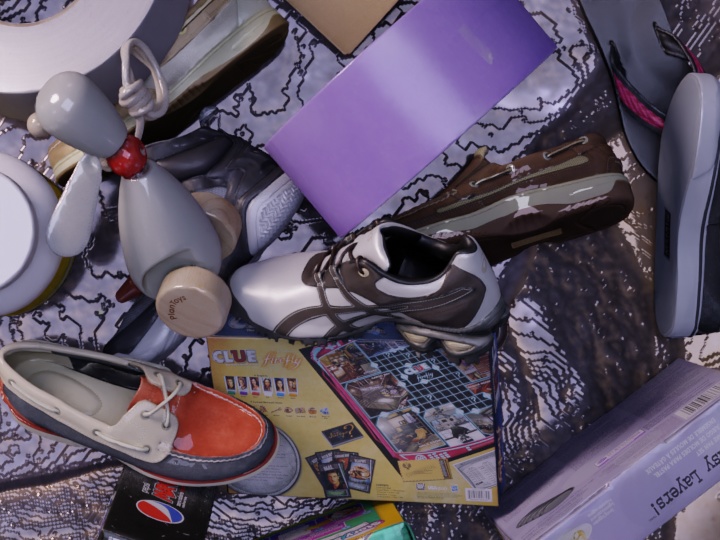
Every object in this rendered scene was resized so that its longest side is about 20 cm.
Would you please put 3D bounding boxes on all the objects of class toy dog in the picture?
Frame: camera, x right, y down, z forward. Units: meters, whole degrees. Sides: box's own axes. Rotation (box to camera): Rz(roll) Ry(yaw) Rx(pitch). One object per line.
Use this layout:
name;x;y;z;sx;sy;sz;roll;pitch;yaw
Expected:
toy dog;-0.159;-0.041;1.316;0.096;0.132;0.201;-21;106;25

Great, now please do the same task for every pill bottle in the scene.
pill bottle;-0.251;-0.023;1.345;0.110;0.200;0.113;0;90;-4

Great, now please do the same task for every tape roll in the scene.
tape roll;0.034;-0.119;1.368;0.200;0.200;0.085;-41;93;-4
tape roll;-0.220;-0.208;1.386;0.198;0.066;0.202;-3;75;10

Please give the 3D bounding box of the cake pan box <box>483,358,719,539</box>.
cake pan box;0.186;0.138;1.384;0.199;0.184;0.052;-37;96;-5

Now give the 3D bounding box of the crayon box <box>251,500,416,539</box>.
crayon box;-0.056;0.223;1.395;0.198;0.119;0.059;-20;96;-4

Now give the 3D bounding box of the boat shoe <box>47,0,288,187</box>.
boat shoe;-0.146;-0.136;1.425;0.199;0.074;0.067;-36;79;-6

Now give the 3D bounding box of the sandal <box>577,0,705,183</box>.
sandal;0.216;-0.142;1.458;0.075;0.045;0.201;-27;91;-4

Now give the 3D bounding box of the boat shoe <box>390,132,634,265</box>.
boat shoe;0.093;-0.049;1.445;0.200;0.075;0.075;-14;67;-3

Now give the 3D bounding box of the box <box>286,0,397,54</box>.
box;-0.028;-0.279;1.413;0.200;0.021;0.163;41;108;-11

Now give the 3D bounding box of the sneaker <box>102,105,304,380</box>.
sneaker;-0.137;-0.022;1.420;0.114;0.075;0.200;42;85;2

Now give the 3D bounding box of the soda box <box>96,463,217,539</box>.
soda box;-0.141;0.179;1.348;0.070;0.200;0.064;19;101;-4

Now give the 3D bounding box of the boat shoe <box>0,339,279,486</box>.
boat shoe;-0.152;0.092;1.353;0.198;0.063;0.072;14;56;10

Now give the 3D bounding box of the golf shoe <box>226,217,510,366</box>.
golf shoe;0.000;0.000;1.321;0.198;0.078;0.095;4;133;17

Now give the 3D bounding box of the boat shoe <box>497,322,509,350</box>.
boat shoe;0.011;0.043;1.427;0.198;0.073;0.075;-10;90;-4

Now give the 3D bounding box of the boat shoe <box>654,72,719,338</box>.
boat shoe;0.254;-0.045;1.426;0.067;0.074;0.201;-4;109;-10

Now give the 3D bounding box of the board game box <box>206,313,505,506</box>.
board game box;-0.002;0.096;1.388;0.198;0.035;0.137;2;120;12
